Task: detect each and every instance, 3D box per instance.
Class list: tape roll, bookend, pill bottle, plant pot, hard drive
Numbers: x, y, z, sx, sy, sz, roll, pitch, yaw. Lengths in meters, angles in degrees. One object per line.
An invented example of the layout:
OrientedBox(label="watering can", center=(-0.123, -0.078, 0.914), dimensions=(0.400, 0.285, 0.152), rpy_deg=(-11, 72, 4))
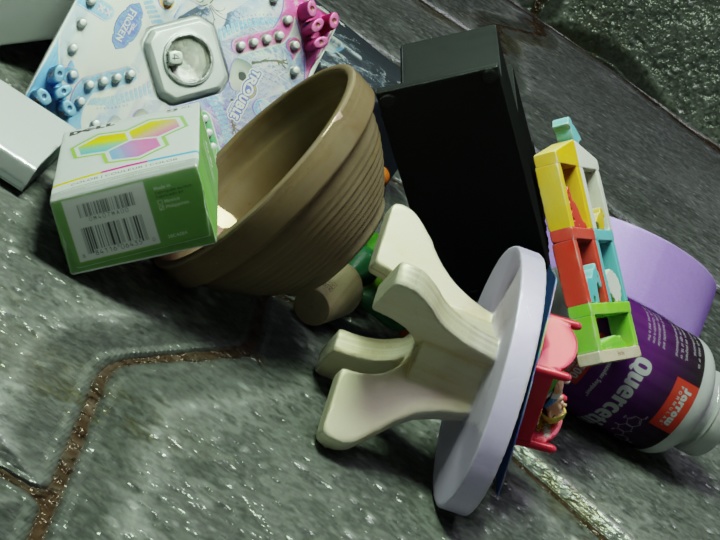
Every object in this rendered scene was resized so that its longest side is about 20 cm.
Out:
OrientedBox(label="tape roll", center=(0.220, 0.011, 1.836), dimensions=(0.200, 0.066, 0.200), rpy_deg=(21, -13, 5))
OrientedBox(label="bookend", center=(0.080, -0.112, 1.560), dimensions=(0.199, 0.092, 0.200), rpy_deg=(-90, 165, -55))
OrientedBox(label="pill bottle", center=(0.226, 0.085, 1.732), dimensions=(0.200, 0.113, 0.112), rpy_deg=(28, 18, -20))
OrientedBox(label="plant pot", center=(-0.049, -0.047, 1.454), dimensions=(0.093, 0.201, 0.201), rpy_deg=(46, 13, -19))
OrientedBox(label="hard drive", center=(-0.310, -0.136, 1.467), dimensions=(0.200, 0.027, 0.132), rpy_deg=(33, 17, -5))

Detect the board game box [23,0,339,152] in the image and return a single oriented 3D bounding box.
OrientedBox(label="board game box", center=(-0.136, -0.168, 1.592), dimensions=(0.200, 0.200, 0.026), rpy_deg=(31, -16, -19))

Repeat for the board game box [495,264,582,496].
OrientedBox(label="board game box", center=(0.136, 0.081, 1.453), dimensions=(0.039, 0.158, 0.200), rpy_deg=(15, 5, 2))

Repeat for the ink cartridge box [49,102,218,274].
OrientedBox(label="ink cartridge box", center=(-0.158, -0.070, 1.430), dimensions=(0.200, 0.104, 0.059), rpy_deg=(-99, 176, -68))

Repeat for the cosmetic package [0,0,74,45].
OrientedBox(label="cosmetic package", center=(-0.262, -0.297, 1.682), dimensions=(0.199, 0.123, 0.200), rpy_deg=(-10, 45, -24))

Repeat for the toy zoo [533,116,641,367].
OrientedBox(label="toy zoo", center=(0.179, -0.024, 1.609), dimensions=(0.131, 0.020, 0.200), rpy_deg=(-1, 78, -69))

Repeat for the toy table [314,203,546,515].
OrientedBox(label="toy table", center=(0.048, 0.057, 1.398), dimensions=(0.117, 0.184, 0.200), rpy_deg=(22, 52, -10))

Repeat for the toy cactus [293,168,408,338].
OrientedBox(label="toy cactus", center=(0.000, 0.000, 1.600), dimensions=(0.200, 0.102, 0.165), rpy_deg=(46, 28, 2))

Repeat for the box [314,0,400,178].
OrientedBox(label="box", center=(-0.059, -0.173, 1.887), dimensions=(0.200, 0.117, 0.197), rpy_deg=(41, 18, 15))
